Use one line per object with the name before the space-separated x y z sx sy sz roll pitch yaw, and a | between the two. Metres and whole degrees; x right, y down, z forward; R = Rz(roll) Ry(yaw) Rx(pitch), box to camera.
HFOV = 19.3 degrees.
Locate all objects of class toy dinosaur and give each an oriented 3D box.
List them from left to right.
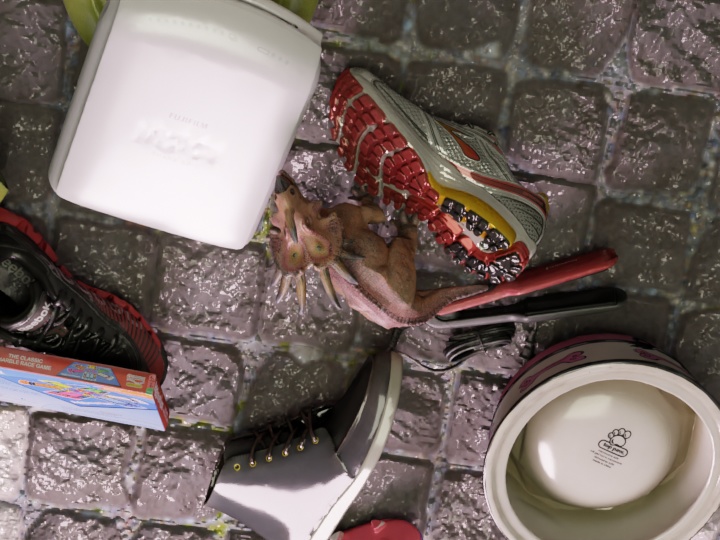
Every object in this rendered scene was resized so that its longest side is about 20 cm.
toy dinosaur | 0.000 0.000 1.594 0.199 0.136 0.086 31 108 -13

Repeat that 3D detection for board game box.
board game box | -0.249 0.084 1.631 0.198 0.103 0.020 10 72 4

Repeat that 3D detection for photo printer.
photo printer | -0.125 -0.122 1.549 0.165 0.070 0.201 17 128 -13

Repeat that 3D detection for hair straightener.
hair straightener | 0.114 0.045 1.664 0.198 0.041 0.078 -17 110 6

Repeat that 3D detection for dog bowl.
dog bowl | 0.190 0.138 1.671 0.198 0.074 0.202 -2 120 -3

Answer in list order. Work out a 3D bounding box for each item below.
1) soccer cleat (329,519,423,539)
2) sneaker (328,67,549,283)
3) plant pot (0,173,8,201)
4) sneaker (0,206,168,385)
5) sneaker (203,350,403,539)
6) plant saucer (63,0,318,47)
soccer cleat | -0.026 0.275 1.747 0.199 0.067 0.076 -37 139 6
sneaker | 0.058 -0.080 1.604 0.200 0.082 0.078 43 144 -3
plant pot | -0.366 -0.040 1.563 0.199 0.187 0.188 -34 109 -3
sneaker | -0.231 0.037 1.624 0.200 0.098 0.071 41 103 -16
sneaker | -0.045 0.135 1.673 0.105 0.075 0.201 24 114 -9
plant saucer | -0.126 -0.221 1.562 0.198 0.031 0.202 -1 111 -2
